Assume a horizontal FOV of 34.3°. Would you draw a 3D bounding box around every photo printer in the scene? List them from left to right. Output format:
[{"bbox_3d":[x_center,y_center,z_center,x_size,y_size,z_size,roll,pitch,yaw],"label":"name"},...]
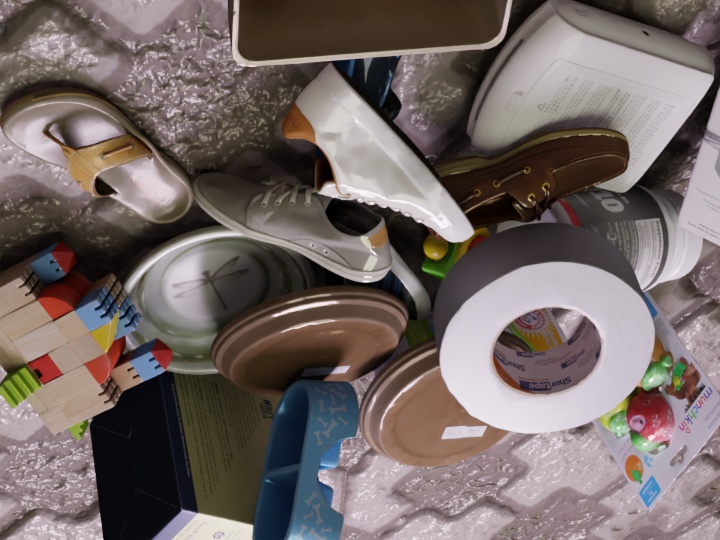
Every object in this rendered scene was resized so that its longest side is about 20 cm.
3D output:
[{"bbox_3d":[0.206,-0.161,1.088,0.199,0.070,0.167,9,132,-28],"label":"photo printer"}]

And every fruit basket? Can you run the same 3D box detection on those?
[{"bbox_3d":[0.320,0.145,1.348,0.093,0.201,0.186,4,133,-25],"label":"fruit basket"}]

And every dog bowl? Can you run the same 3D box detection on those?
[{"bbox_3d":[-0.056,0.199,1.131,0.049,0.202,0.111,18,158,-25],"label":"dog bowl"}]

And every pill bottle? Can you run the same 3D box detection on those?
[{"bbox_3d":[0.246,-0.029,1.190,0.199,0.114,0.114,-7,138,-34],"label":"pill bottle"}]

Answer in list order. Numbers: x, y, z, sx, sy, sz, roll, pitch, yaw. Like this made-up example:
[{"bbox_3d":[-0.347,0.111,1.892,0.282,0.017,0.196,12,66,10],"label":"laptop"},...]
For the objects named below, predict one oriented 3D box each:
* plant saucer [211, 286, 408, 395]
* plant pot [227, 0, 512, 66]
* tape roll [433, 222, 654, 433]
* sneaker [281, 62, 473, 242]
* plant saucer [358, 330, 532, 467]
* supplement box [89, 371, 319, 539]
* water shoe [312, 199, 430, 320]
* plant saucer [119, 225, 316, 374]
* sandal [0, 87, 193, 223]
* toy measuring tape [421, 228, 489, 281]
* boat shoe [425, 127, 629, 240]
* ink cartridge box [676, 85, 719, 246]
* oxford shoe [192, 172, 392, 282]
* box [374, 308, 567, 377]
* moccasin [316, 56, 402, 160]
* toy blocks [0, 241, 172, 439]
[{"bbox_3d":[-0.047,0.075,1.151,0.198,0.030,0.200,-12,153,-6],"label":"plant saucer"},{"bbox_3d":[-0.005,-0.281,0.806,0.198,0.178,0.201,-7,136,-14],"label":"plant pot"},{"bbox_3d":[0.169,0.057,1.091,0.198,0.066,0.202,-2,124,-2],"label":"tape roll"},{"bbox_3d":[0.012,-0.080,0.989,0.085,0.073,0.200,-42,116,10],"label":"sneaker"},{"bbox_3d":[0.096,0.140,1.218,0.198,0.030,0.201,-12,135,-12],"label":"plant saucer"},{"bbox_3d":[-0.160,0.225,1.244,0.199,0.201,0.134,23,125,-38],"label":"supplement box"},{"bbox_3d":[0.000,0.000,1.160,0.079,0.072,0.200,-42,135,-3],"label":"water shoe"},{"bbox_3d":[-0.144,0.020,1.153,0.198,0.050,0.201,-10,136,-10],"label":"plant saucer"},{"bbox_3d":[-0.217,-0.090,1.009,0.080,0.054,0.200,-37,135,17],"label":"sandal"},{"bbox_3d":[0.121,-0.010,1.224,0.073,0.074,0.200,-37,150,17],"label":"toy measuring tape"},{"bbox_3d":[0.150,-0.073,1.063,0.198,0.068,0.072,-14,147,7],"label":"boat shoe"},{"bbox_3d":[0.396,-0.137,1.131,0.145,0.084,0.201,-40,149,-36],"label":"ink cartridge box"},{"bbox_3d":[-0.058,-0.054,1.043,0.199,0.075,0.058,23,127,17],"label":"oxford shoe"},{"bbox_3d":[0.127,0.112,1.304,0.198,0.113,0.102,-7,134,-14],"label":"box"},{"bbox_3d":[0.007,-0.144,1.022,0.068,0.081,0.201,1,134,-18],"label":"moccasin"},{"bbox_3d":[-0.268,0.057,1.083,0.136,0.100,0.201,-25,111,18],"label":"toy blocks"}]
